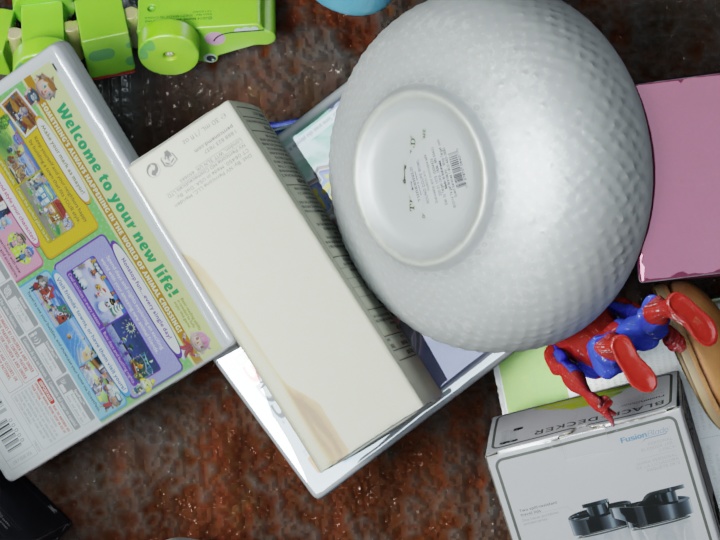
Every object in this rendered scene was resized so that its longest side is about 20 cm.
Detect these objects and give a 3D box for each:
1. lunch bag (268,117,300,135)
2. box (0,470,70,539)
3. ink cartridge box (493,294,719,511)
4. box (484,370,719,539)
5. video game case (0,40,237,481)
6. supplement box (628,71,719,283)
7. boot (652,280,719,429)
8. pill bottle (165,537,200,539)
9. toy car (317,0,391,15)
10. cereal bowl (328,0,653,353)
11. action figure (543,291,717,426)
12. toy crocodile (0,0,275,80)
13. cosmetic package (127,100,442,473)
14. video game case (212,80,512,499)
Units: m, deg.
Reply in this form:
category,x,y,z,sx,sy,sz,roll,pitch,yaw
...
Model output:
category,x,y,z,sx,sy,sz,roll,pitch,yaw
lunch bag,-0.001,-0.018,1.738,0.199,0.082,0.162,-10,87,5
box,-0.289,0.127,1.721,0.200,0.182,0.104,44,96,4
ink cartridge box,0.190,0.094,1.721,0.199,0.076,0.149,-12,90,10
box,0.154,0.168,1.660,0.116,0.060,0.201,-16,106,12
video game case,-0.187,-0.003,1.700,0.182,0.022,0.201,-31,90,26
supplement box,0.192,-0.053,1.653,0.085,0.200,0.111,-6,91,6
boot,0.270,0.053,1.637,0.154,0.074,0.200,-37,95,7
pill bottle,-0.098,0.269,1.739,0.109,0.110,0.201,18,93,6
toy car,0.042,-0.280,1.710,0.199,0.185,0.177,-21,57,-33
cereal bowl,0.056,-0.053,1.580,0.199,0.083,0.201,5,98,41
action figure,0.141,0.043,1.593,0.065,0.200,0.052,-41,96,-7
toy crocodile,-0.148,-0.142,1.761,0.199,0.062,0.068,-8,55,1
cosmetic package,-0.040,0.008,1.627,0.071,0.105,0.200,-33,85,7
video game case,0.000,0.000,1.685,0.200,0.023,0.183,-37,86,4
